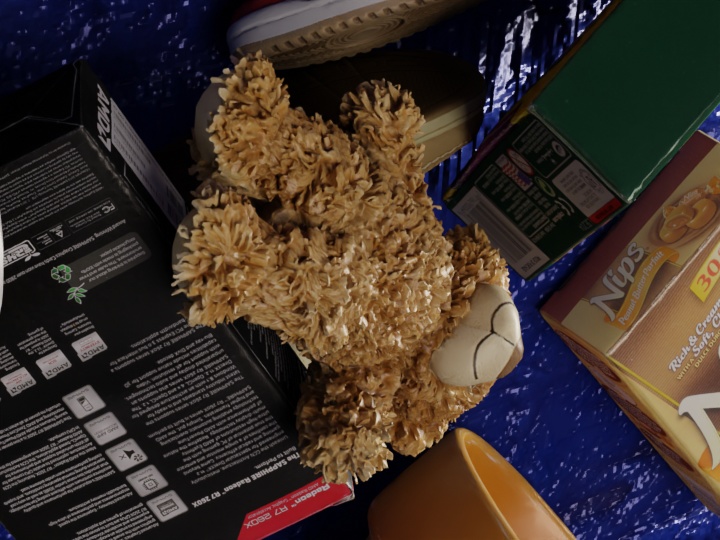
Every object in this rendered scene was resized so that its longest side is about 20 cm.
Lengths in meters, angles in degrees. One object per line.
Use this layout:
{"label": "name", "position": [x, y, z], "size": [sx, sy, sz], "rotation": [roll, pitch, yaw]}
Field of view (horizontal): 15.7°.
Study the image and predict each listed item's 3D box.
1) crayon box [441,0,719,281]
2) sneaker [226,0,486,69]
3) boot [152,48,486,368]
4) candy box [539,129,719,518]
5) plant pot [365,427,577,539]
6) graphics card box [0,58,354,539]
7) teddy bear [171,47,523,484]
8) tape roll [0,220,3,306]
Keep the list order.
{"label": "crayon box", "position": [0.122, -0.089, 1.048], "size": [0.058, 0.200, 0.173], "rotation": [43, 79, 0]}
{"label": "sneaker", "position": [0.026, -0.159, 1.013], "size": [0.199, 0.113, 0.071], "rotation": [-23, 176, 8]}
{"label": "boot", "position": [-0.025, 0.011, 1.058], "size": [0.199, 0.073, 0.156], "rotation": [-29, 126, -18]}
{"label": "candy box", "position": [0.181, 0.039, 1.258], "size": [0.116, 0.055, 0.200], "rotation": [-49, 135, -6]}
{"label": "plant pot", "position": [0.035, 0.204, 1.154], "size": [0.183, 0.200, 0.200], "rotation": [-39, 134, 6]}
{"label": "graphics card box", "position": [-0.103, 0.031, 0.965], "size": [0.125, 0.051, 0.200], "rotation": [-26, 126, 14]}
{"label": "teddy bear", "position": [0.000, 0.000, 0.957], "size": [0.200, 0.067, 0.145], "rotation": [53, 38, -36]}
{"label": "tape roll", "position": [-0.226, 0.000, 0.775], "size": [0.139, 0.202, 0.204], "rotation": [-26, 136, -66]}
